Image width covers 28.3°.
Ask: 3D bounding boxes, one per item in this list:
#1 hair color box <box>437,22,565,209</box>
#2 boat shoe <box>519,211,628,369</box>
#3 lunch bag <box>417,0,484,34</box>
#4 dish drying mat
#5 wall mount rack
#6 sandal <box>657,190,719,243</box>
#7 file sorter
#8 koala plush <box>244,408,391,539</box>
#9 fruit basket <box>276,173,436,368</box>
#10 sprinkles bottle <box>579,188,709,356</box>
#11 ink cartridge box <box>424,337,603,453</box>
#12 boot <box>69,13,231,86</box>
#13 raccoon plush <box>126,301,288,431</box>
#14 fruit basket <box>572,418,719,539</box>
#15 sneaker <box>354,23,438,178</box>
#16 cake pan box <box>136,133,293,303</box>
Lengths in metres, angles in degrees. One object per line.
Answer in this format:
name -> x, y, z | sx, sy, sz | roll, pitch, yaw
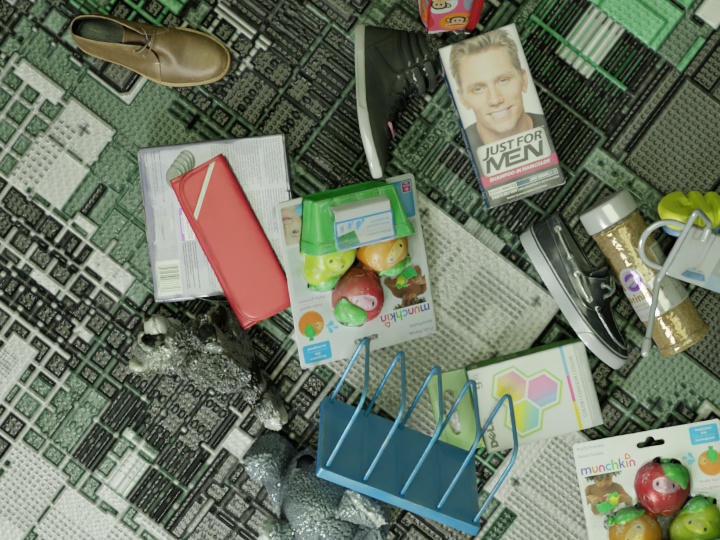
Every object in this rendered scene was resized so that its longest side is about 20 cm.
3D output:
hair color box -> 0.168, -0.184, 1.719 | 0.099, 0.061, 0.202 | -19, 91, 3
boat shoe -> 0.272, 0.022, 1.714 | 0.068, 0.072, 0.201 | -35, 83, 22
lunch bag -> 0.095, -0.379, 1.658 | 0.081, 0.176, 0.202 | -5, 70, -5
dish drying mat -> -0.152, -0.034, 1.713 | 0.076, 0.018, 0.201 | -27, 92, 3
wall mount rack -> 0.407, 0.027, 1.664 | 0.198, 0.075, 0.175 | 18, 112, -16
sandal -> 0.451, -0.050, 1.713 | 0.198, 0.080, 0.088 | -2, 122, -1
file sorter -> 0.065, 0.181, 1.625 | 0.199, 0.139, 0.123 | 22, 118, -11
koala plush -> -0.040, 0.278, 1.679 | 0.176, 0.200, 0.185 | -16, 92, 3
fruit basket -> 0.000, 0.000, 1.697 | 0.184, 0.094, 0.202 | -13, 97, -22
sprinkles bottle -> 0.341, 0.003, 1.715 | 0.068, 0.068, 0.201 | -31, 91, 4
ink cartridge box -> 0.185, 0.156, 1.733 | 0.198, 0.059, 0.105 | -14, 92, 3
boot -> -0.256, -0.269, 1.729 | 0.198, 0.075, 0.074 | 12, 91, 1
raccoon plush -> -0.195, 0.133, 1.736 | 0.133, 0.097, 0.201 | -26, 94, 19
fruit basket -> 0.362, 0.293, 1.716 | 0.183, 0.094, 0.202 | -9, 89, 3
sneaker -> 0.045, -0.206, 1.696 | 0.098, 0.071, 0.202 | -4, 68, 3
cake pan box -> -0.169, -0.060, 1.746 | 0.182, 0.052, 0.202 | -7, 92, 5
